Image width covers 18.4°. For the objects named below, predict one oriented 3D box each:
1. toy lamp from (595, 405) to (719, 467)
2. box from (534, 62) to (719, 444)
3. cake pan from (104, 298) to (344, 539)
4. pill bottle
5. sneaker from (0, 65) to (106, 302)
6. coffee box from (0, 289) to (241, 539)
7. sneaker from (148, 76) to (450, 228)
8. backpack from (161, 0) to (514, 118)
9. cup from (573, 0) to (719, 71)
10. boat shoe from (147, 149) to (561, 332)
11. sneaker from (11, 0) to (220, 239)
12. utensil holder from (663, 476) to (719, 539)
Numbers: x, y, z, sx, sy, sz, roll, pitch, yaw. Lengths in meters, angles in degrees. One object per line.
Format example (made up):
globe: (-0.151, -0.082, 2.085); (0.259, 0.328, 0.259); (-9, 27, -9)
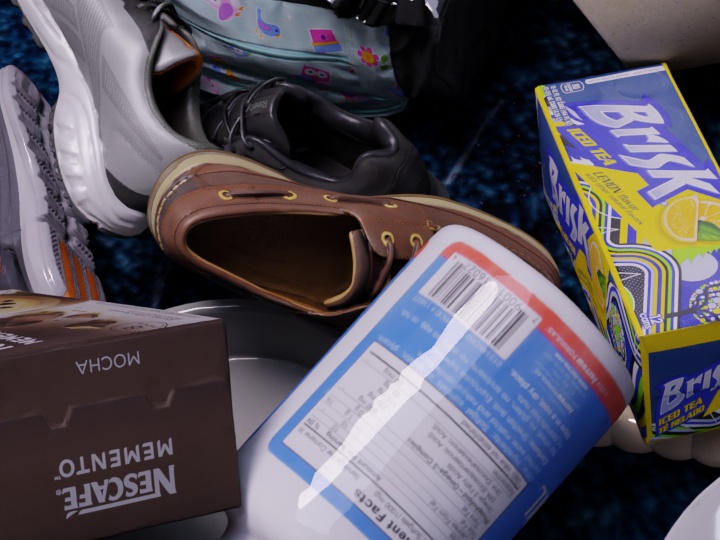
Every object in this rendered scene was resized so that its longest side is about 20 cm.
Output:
toy lamp: (0.136, 0.075, 0.996); (0.200, 0.058, 0.058); (8, 59, 22)
box: (0.134, -0.013, 1.012); (0.070, 0.064, 0.200); (-11, 37, -3)
cake pan: (-0.070, 0.106, 1.035); (0.200, 0.037, 0.201); (-7, 55, 10)
pill bottle: (0.012, 0.088, 0.932); (0.112, 0.112, 0.200); (38, 81, 31)
sneaker: (-0.199, -0.019, 1.129); (0.112, 0.078, 0.200); (-27, 41, 11)
coffee box: (-0.149, 0.059, 0.934); (0.113, 0.080, 0.200); (-8, 8, -32)
sneaker: (-0.055, -0.063, 1.113); (0.200, 0.091, 0.076); (7, 61, 20)
backpack: (-0.024, -0.156, 1.147); (0.200, 0.127, 0.167); (9, 47, 22)
cup: (0.159, -0.179, 1.092); (0.143, 0.200, 0.200); (-38, 55, 8)
boat shoe: (0.000, -0.001, 1.029); (0.200, 0.072, 0.068); (14, 15, -12)
sneaker: (-0.118, -0.118, 1.087); (0.079, 0.074, 0.200); (-26, 73, 25)
utensil holder: (0.189, 0.174, 0.827); (0.170, 0.200, 0.170); (-7, 55, 10)
